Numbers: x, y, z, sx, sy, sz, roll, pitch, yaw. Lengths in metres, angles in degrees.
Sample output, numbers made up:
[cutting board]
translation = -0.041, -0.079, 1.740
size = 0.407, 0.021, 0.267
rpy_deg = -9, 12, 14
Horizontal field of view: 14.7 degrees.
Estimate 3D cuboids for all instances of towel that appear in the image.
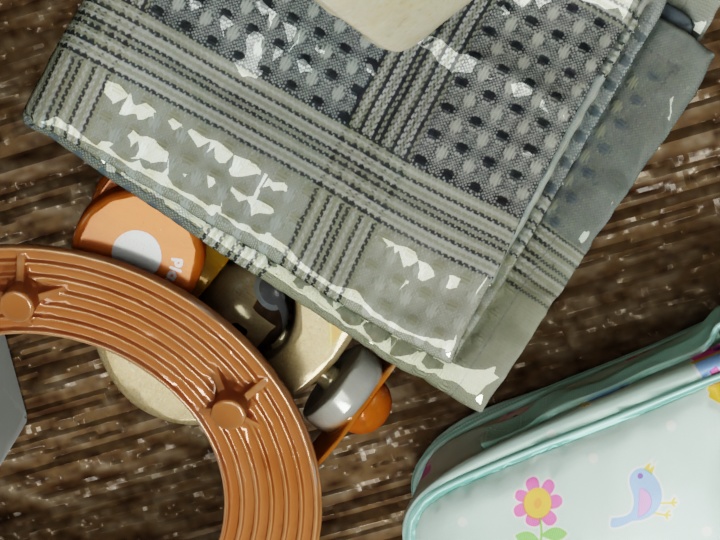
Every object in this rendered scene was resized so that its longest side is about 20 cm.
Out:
[towel]
translation = 0.013, -0.080, 0.963
size = 0.200, 0.035, 0.193
rpy_deg = 32, 82, -5

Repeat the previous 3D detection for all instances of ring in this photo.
[ring]
translation = -0.113, 0.081, 1.004
size = 0.200, 0.019, 0.201
rpy_deg = 4, 119, 7

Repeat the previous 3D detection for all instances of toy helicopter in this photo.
[toy helicopter]
translation = 0.000, 0.000, 1.009
size = 0.199, 0.079, 0.133
rpy_deg = -21, 102, 5

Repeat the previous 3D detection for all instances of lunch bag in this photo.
[lunch bag]
translation = 0.123, 0.101, 1.024
size = 0.199, 0.077, 0.161
rpy_deg = -22, 99, 11

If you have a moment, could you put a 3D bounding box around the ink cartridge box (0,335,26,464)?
[ink cartridge box]
translation = -0.240, 0.033, 1.050
size = 0.199, 0.068, 0.116
rpy_deg = -10, 108, 9

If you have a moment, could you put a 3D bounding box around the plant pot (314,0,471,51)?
[plant pot]
translation = 0.032, -0.176, 0.869
size = 0.183, 0.200, 0.200
rpy_deg = -44, 99, 12
